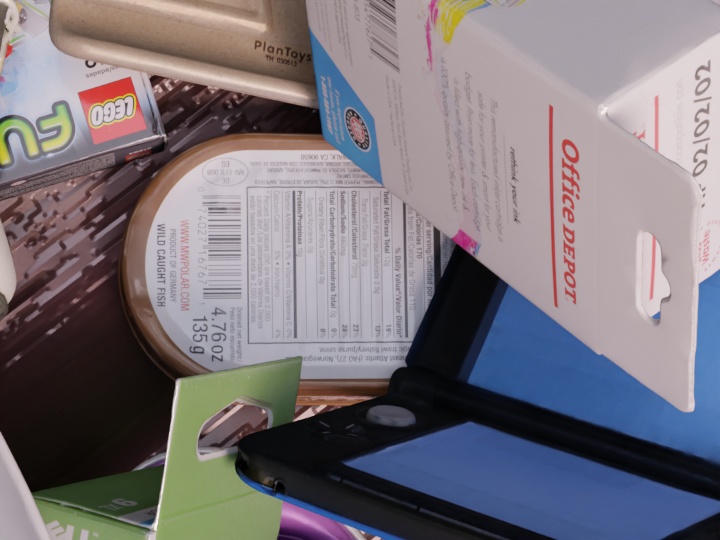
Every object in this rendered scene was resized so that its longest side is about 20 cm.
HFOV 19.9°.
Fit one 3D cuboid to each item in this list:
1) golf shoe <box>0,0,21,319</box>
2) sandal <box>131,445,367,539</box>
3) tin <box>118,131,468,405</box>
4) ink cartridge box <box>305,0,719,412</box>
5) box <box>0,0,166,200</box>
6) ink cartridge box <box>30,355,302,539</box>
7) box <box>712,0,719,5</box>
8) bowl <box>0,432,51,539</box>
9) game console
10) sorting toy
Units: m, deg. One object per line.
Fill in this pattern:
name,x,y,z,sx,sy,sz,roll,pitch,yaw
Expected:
golf shoe,-0.163,-0.077,0.784,0.088,0.077,0.201,-22,86,-15
sandal,-0.013,0.143,0.816,0.202,0.050,0.083,41,80,1
tin,0.000,0.000,0.845,0.199,0.042,0.113,0,87,-6
ink cartridge box,0.067,-0.055,0.716,0.068,0.116,0.200,-33,51,-23
box,-0.189,-0.074,0.835,0.199,0.035,0.111,-18,85,-8
ink cartridge box,-0.082,0.128,0.757,0.059,0.104,0.201,12,96,24
box,0.133,-0.180,0.762,0.200,0.097,0.177,44,70,-6
bowl,-0.206,0.119,0.688,0.199,0.075,0.200,-23,64,-19
game console,0.083,0.033,0.730,0.199,0.170,0.119,15,105,34
sorting toy,-0.026,-0.160,0.847,0.184,0.036,0.201,11,72,-15
